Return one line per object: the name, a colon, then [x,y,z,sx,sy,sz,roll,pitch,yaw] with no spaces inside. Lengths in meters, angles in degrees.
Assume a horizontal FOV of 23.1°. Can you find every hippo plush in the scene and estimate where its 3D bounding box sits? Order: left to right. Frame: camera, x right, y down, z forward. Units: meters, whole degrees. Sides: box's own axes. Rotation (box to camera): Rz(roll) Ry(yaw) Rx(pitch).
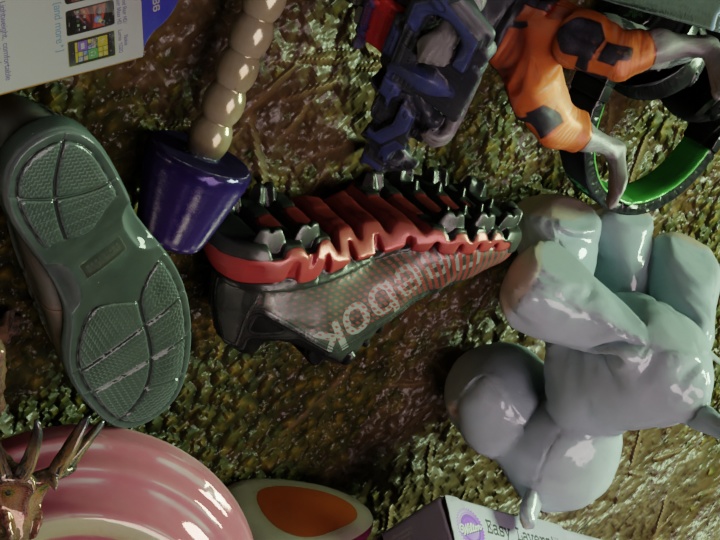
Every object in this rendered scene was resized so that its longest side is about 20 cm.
hippo plush: [0.143,0.064,1.076,0.159,0.199,0.161,-42,168,-52]

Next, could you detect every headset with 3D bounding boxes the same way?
headset: [0.194,-0.122,1.016,0.123,0.094,0.202,15,105,-44]

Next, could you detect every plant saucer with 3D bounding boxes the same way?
plant saucer: [-0.151,0.179,0.933,0.198,0.051,0.202,-4,117,-8]

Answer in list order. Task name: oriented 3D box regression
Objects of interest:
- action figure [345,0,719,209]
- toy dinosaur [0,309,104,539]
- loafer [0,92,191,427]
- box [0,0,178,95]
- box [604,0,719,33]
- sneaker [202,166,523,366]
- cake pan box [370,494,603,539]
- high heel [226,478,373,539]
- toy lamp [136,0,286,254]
action figure: [0.067,-0.110,0.895,0.192,0.200,0.105,29,67,-8]
toy dinosaur: [-0.186,0.043,0.801,0.085,0.135,0.201,-35,135,-13]
loafer: [-0.135,-0.007,0.865,0.071,0.063,0.201,-31,138,-17]
box: [-0.171,-0.134,0.759,0.199,0.041,0.120,-20,130,-30]
box: [0.102,-0.193,0.842,0.199,0.164,0.087,6,115,-41]
sneaker: [0.000,0.000,0.965,0.199,0.071,0.099,-9,124,-31]
cake pan box: [0.050,0.217,1.118,0.184,0.053,0.199,-37,142,28]
high heel: [-0.087,0.182,1.036,0.198,0.068,0.097,-3,128,-28]
toy lamp: [-0.060,-0.104,0.857,0.058,0.058,0.202,8,111,-41]
